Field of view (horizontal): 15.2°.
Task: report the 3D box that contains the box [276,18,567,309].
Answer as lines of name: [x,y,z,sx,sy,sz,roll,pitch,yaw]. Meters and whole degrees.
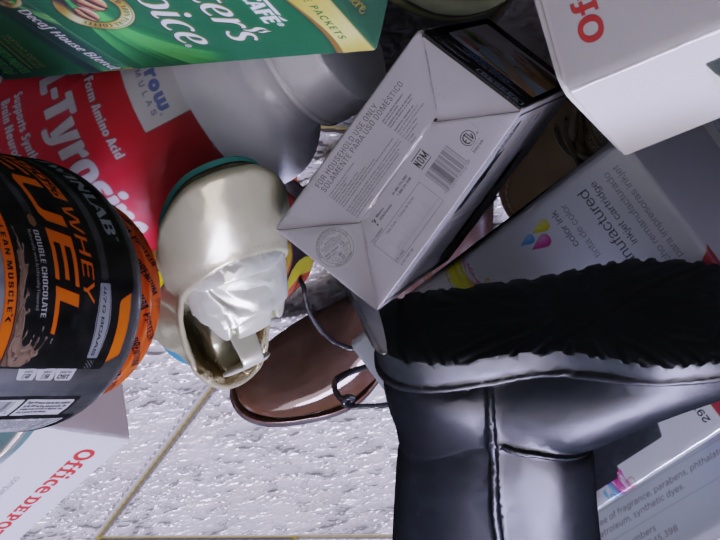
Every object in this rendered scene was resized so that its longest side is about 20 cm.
box: [0.035,-0.055,1.288,0.117,0.060,0.200,-54,175,13]

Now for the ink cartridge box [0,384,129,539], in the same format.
ink cartridge box: [-0.253,0.081,1.531,0.199,0.086,0.146,12,142,-35]

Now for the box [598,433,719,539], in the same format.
box: [0.237,0.082,1.464,0.198,0.172,0.200,18,139,-43]

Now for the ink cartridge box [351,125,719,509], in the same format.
ink cartridge box: [0.117,0.033,1.352,0.200,0.146,0.083,-38,179,34]

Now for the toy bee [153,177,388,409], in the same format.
toy bee: [-0.066,-0.010,1.424,0.199,0.131,0.109,5,117,1]

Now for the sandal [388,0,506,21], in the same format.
sandal: [0.016,-0.169,1.187,0.057,0.080,0.201,-19,153,35]

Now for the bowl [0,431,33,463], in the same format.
bowl: [-0.227,0.036,1.353,0.200,0.105,0.202,-17,129,-22]

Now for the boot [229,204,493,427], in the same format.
boot: [-0.004,0.003,1.514,0.186,0.064,0.200,-26,155,-3]

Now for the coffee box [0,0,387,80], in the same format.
coffee box: [-0.100,-0.133,1.168,0.199,0.044,0.123,-2,154,27]

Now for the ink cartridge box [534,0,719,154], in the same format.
ink cartridge box: [0.175,-0.161,1.205,0.199,0.147,0.084,-21,153,17]

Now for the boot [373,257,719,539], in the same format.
boot: [0.106,0.084,1.286,0.199,0.077,0.169,-5,129,5]

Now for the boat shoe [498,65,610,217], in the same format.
boat shoe: [0.127,-0.080,1.389,0.072,0.065,0.200,41,131,-3]

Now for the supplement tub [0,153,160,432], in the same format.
supplement tub: [-0.174,0.009,1.155,0.122,0.123,0.200,-25,169,21]

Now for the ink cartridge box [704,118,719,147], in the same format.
ink cartridge box: [0.215,-0.024,1.535,0.199,0.088,0.146,-9,151,-12]

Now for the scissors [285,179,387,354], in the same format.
scissors: [0.000,0.000,1.276,0.073,0.200,0.014,29,103,-33]

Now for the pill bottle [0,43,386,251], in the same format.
pill bottle: [-0.092,-0.075,1.284,0.199,0.113,0.112,-26,149,23]

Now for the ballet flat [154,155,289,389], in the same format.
ballet flat: [-0.060,0.009,1.272,0.069,0.070,0.200,-8,162,-9]
